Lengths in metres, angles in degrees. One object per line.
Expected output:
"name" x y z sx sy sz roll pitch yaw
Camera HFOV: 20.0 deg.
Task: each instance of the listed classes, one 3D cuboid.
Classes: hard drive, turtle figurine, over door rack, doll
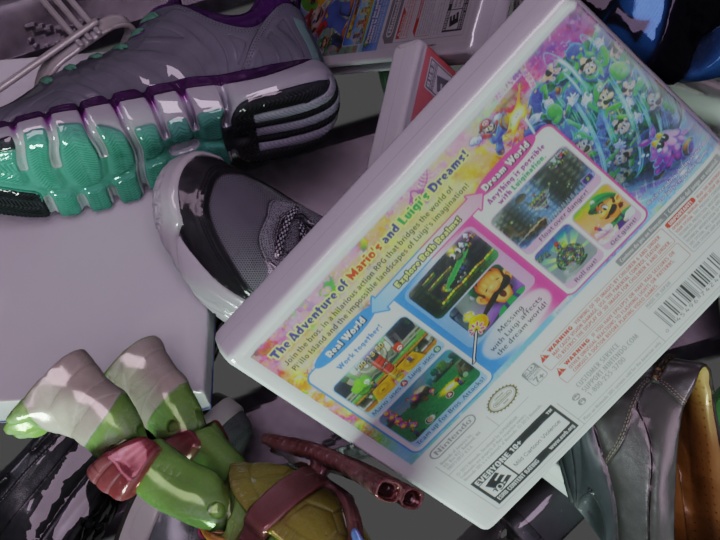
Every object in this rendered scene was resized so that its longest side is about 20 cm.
"hard drive" -0.136 -0.021 1.029 0.131 0.025 0.201 -4 61 8
"turtle figurine" -0.074 0.135 0.903 0.194 0.200 0.144 45 52 15
"over door rack" -0.234 -0.110 1.036 0.200 0.067 0.148 -31 60 -20
"doll" 0.131 -0.145 0.864 0.136 0.048 0.200 29 95 -4

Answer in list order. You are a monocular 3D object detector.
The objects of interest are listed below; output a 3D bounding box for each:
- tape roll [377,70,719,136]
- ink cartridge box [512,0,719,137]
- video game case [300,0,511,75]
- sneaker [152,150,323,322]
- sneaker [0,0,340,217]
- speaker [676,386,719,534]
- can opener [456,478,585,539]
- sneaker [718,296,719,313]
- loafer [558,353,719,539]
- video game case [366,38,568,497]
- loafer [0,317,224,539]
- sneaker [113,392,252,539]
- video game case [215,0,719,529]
"tape roll" 0.106 -0.127 1.058 0.200 0.048 0.201 0 83 3
"ink cartridge box" 0.170 -0.180 0.964 0.146 0.146 0.201 20 85 5
"video game case" 0.022 -0.168 1.005 0.018 0.200 0.144 18 83 -30
"sneaker" 0.000 0.000 0.981 0.200 0.114 0.076 41 51 -25
"sneaker" -0.114 -0.087 1.008 0.199 0.075 0.088 -11 60 -8
"speaker" 0.240 0.140 0.996 0.200 0.088 0.089 38 86 7
"can opener" 0.095 0.131 1.034 0.200 0.053 0.067 -44 117 -4
"sneaker" 0.254 -0.039 1.004 0.076 0.105 0.201 29 83 -32
"loafer" 0.150 0.136 0.943 0.072 0.073 0.201 -15 97 38
"video game case" 0.067 0.005 0.952 0.017 0.200 0.143 -11 54 37
"loafer" -0.134 0.070 1.035 0.070 0.068 0.201 33 83 12
"sneaker" -0.071 0.172 1.010 0.120 0.084 0.201 26 93 11
"video game case" 0.065 0.001 0.860 0.200 0.182 0.024 -47 40 8
